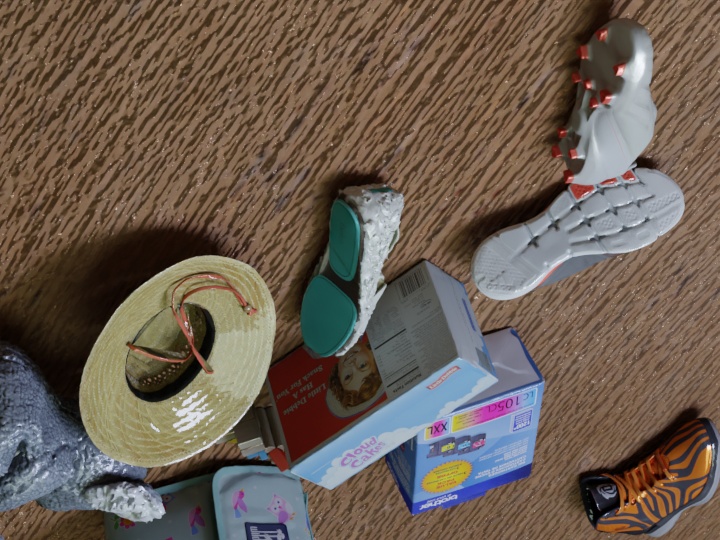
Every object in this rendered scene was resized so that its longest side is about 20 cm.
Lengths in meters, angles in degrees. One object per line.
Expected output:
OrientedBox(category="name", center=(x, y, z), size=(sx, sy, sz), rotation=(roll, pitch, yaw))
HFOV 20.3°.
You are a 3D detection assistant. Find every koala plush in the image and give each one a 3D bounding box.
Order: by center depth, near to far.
OrientedBox(category="koala plush", center=(-0.268, 0.156, 1.742), size=(0.199, 0.178, 0.184), rotation=(13, 124, -30))

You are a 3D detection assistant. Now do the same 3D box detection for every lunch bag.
OrientedBox(category="lunch bag", center=(-0.138, 0.289, 1.963), size=(0.199, 0.171, 0.122), rotation=(-15, 146, 2))

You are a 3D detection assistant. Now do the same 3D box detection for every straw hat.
OrientedBox(category="straw hat", center=(-0.171, 0.060, 1.724), size=(0.200, 0.085, 0.202), rotation=(-20, 128, -28))

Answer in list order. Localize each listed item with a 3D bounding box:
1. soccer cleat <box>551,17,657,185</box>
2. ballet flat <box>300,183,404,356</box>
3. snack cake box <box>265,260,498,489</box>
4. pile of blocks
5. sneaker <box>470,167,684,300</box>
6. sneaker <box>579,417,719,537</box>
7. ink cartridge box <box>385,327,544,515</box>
OrientedBox(category="soccer cleat", center=(0.213, -0.142, 1.656), size=(0.077, 0.070, 0.200), rotation=(-13, 151, -16))
OrientedBox(category="ballet flat", center=(0.000, 0.000, 1.744), size=(0.071, 0.072, 0.200), rotation=(-4, 142, -19))
OrientedBox(category="snack cake box", center=(0.016, 0.097, 1.830), size=(0.200, 0.115, 0.067), rotation=(-35, 142, 21))
OrientedBox(category="pile of blocks", center=(-0.057, 0.174, 1.943), size=(0.199, 0.062, 0.082), rotation=(4, 138, -27))
OrientedBox(category="sneaker", center=(0.192, -0.034, 1.798), size=(0.199, 0.077, 0.082), rotation=(-21, 171, 5))
OrientedBox(category="sneaker", center=(0.307, 0.231, 2.167), size=(0.111, 0.078, 0.200), rotation=(-1, 140, -25))
OrientedBox(category="ink cartridge box", center=(0.099, 0.158, 1.972), size=(0.136, 0.077, 0.200), rotation=(-17, 146, -13))
